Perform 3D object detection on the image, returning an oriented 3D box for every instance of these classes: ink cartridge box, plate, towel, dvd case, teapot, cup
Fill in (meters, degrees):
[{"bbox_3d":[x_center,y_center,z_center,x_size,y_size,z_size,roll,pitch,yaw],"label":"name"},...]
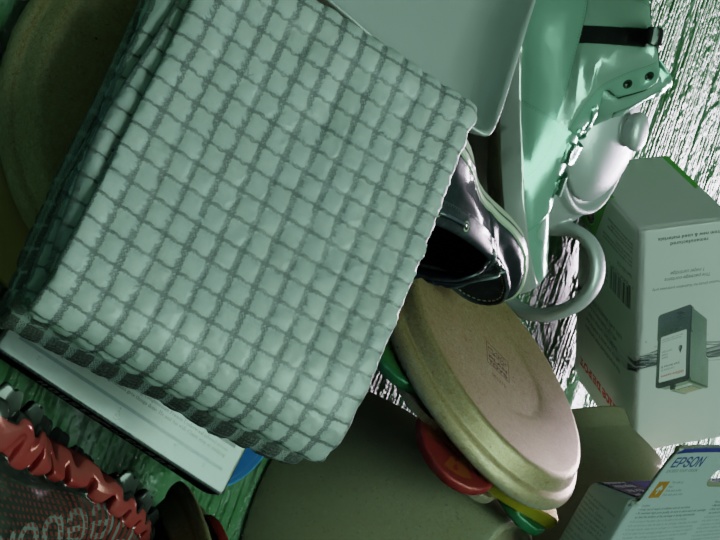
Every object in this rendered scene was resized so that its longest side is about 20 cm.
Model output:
[{"bbox_3d":[0.201,0.187,1.078,0.199,0.041,0.201,7,117,-49],"label":"ink cartridge box"},{"bbox_3d":[0.241,0.026,1.328,0.083,0.146,0.202,-7,116,-10],"label":"ink cartridge box"},{"bbox_3d":[0.015,-0.193,0.880,0.199,0.032,0.201,37,49,-19],"label":"plate"},{"bbox_3d":[-0.057,-0.031,0.745,0.165,0.085,0.202,29,69,-20],"label":"towel"},{"bbox_3d":[-0.088,-0.006,0.847,0.150,0.025,0.201,37,69,-26],"label":"dvd case"},{"bbox_3d":[0.130,-0.101,1.107,0.198,0.145,0.201,-54,144,-31],"label":"teapot"},{"bbox_3d":[0.031,0.195,1.072,0.200,0.142,0.203,-28,125,-50],"label":"cup"}]

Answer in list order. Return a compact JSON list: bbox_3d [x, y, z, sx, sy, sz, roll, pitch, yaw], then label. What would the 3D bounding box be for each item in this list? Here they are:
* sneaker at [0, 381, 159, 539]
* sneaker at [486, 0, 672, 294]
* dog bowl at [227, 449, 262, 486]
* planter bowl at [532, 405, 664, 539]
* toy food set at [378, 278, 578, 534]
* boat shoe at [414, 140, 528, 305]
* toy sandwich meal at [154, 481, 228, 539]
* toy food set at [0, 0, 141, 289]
[{"bbox_3d":[-0.171,0.118,0.784,0.099,0.070,0.201,-59,150,-12],"label":"sneaker"},{"bbox_3d":[0.140,-0.082,1.002,0.074,0.117,0.203,-105,-168,-70],"label":"sneaker"},{"bbox_3d":[-0.070,0.025,0.928,0.201,0.049,0.112,-64,147,-18],"label":"dog bowl"},{"bbox_3d":[0.161,0.183,1.259,0.200,0.199,0.136,13,64,-59],"label":"planter bowl"},{"bbox_3d":[0.070,0.071,1.024,0.200,0.048,0.199,37,27,-36],"label":"toy food set"},{"bbox_3d":[0.049,-0.019,0.925,0.200,0.074,0.063,55,47,-61],"label":"boat shoe"},{"bbox_3d":[-0.070,0.212,0.888,0.069,0.205,0.207,-7,114,-16],"label":"toy sandwich meal"},{"bbox_3d":[-0.091,-0.068,0.802,0.196,0.048,0.203,8,83,-31],"label":"toy food set"}]
